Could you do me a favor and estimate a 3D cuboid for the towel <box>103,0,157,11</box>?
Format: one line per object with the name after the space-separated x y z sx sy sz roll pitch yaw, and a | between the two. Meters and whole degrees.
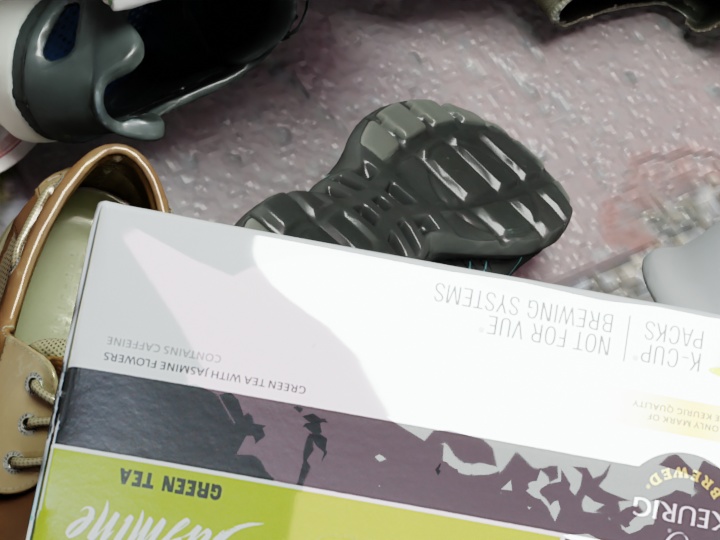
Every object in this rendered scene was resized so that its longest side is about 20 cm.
-0.053 -0.156 1.003 0.152 0.024 0.200 -15 37 -18 | towel

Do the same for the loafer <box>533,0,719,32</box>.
0.146 -0.122 1.111 0.198 0.075 0.070 -5 66 -13 | loafer

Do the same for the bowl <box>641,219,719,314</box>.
0.196 0.031 0.951 0.201 0.090 0.201 38 12 -10 | bowl

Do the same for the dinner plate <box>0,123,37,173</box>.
-0.181 -0.113 0.966 0.200 0.024 0.201 34 38 -31 | dinner plate

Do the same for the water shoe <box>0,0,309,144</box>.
-0.043 -0.098 0.999 0.079 0.072 0.200 13 42 36 | water shoe

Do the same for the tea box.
0.008 0.108 0.788 0.198 0.134 0.198 11 72 1 | tea box

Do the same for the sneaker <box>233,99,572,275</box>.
0.000 0.000 0.977 0.075 0.079 0.200 43 34 15 | sneaker

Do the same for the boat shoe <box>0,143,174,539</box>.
-0.095 0.047 0.905 0.075 0.074 0.201 10 56 -14 | boat shoe
